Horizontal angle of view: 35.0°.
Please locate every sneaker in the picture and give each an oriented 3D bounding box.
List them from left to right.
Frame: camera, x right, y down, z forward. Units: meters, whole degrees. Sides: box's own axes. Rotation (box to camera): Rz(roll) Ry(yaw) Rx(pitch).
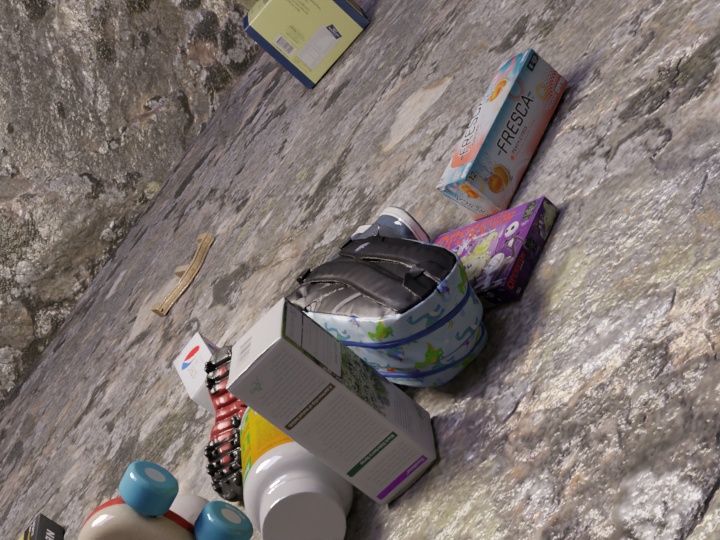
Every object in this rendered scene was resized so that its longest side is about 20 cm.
[{"bbox_3d":[-0.145,0.197,1.434,0.070,0.098,0.202,-25,54,29],"label":"sneaker"},{"bbox_3d":[0.001,0.001,1.409,0.146,0.077,0.202,-47,7,-20],"label":"sneaker"}]

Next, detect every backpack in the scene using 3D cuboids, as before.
[{"bbox_3d":[0.037,0.038,1.161,0.163,0.155,0.199,-35,9,-29],"label":"backpack"}]

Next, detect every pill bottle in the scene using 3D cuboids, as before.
[{"bbox_3d":[-0.066,0.208,1.163,0.111,0.111,0.200,-48,19,11],"label":"pill bottle"}]

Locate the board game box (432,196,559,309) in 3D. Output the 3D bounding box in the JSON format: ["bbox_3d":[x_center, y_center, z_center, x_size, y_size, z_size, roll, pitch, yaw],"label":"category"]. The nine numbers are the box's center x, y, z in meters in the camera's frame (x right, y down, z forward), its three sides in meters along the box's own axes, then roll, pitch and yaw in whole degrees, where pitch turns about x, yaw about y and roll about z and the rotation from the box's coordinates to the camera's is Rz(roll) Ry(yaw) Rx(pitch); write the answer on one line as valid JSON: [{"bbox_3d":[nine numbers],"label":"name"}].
[{"bbox_3d":[0.123,-0.005,1.241,0.199,0.032,0.121,-22,31,56],"label":"board game box"}]

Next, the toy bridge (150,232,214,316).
[{"bbox_3d":[-0.354,0.003,2.320,0.067,0.027,0.201,-10,45,59],"label":"toy bridge"}]

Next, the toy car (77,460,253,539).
[{"bbox_3d":[-0.220,0.303,1.294,0.185,0.176,0.200,-60,5,10],"label":"toy car"}]

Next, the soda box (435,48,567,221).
[{"bbox_3d":[0.167,-0.160,1.344,0.063,0.068,0.201,-16,41,59],"label":"soda box"}]

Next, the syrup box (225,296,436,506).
[{"bbox_3d":[-0.025,0.126,1.080,0.081,0.200,0.079,-43,20,18],"label":"syrup box"}]

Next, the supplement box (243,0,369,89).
[{"bbox_3d":[-0.121,-0.549,2.503,0.200,0.200,0.135,-46,21,13],"label":"supplement box"}]

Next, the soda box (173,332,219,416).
[{"bbox_3d":[-0.220,0.154,1.678,0.064,0.068,0.200,-52,19,-2],"label":"soda box"}]

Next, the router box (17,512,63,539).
[{"bbox_3d":[-0.550,0.507,1.833,0.158,0.052,0.200,-50,19,6],"label":"router box"}]
